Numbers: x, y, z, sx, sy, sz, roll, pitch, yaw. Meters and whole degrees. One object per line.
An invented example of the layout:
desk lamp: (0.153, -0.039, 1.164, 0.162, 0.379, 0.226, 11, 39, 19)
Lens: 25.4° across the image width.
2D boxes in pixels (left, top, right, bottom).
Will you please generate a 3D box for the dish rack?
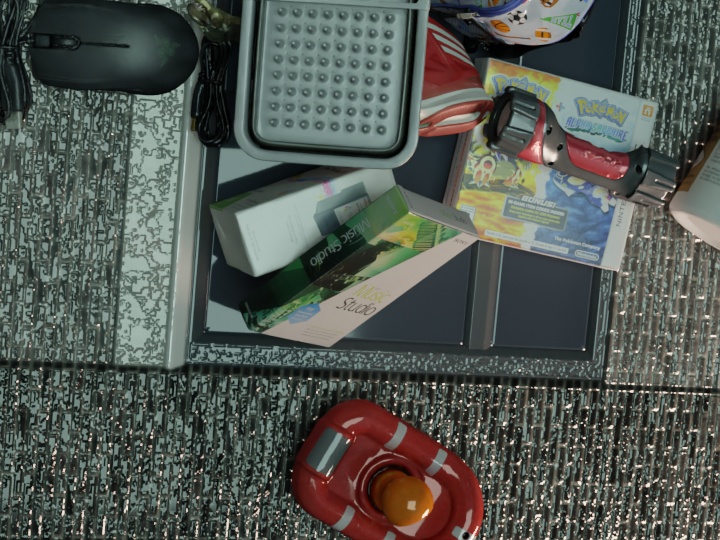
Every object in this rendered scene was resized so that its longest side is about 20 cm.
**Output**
dish rack: (-0.025, -0.195, 1.458, 0.171, 0.044, 0.201, 5, 91, 6)

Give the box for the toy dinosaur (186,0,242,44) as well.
toy dinosaur: (-0.060, -0.230, 1.504, 0.200, 0.047, 0.088, 23, 87, 9)

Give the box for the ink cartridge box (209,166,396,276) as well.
ink cartridge box: (-0.034, -0.062, 1.546, 0.200, 0.117, 0.067, -20, 102, -15)

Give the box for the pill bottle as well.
pill bottle: (0.421, -0.119, 1.678, 0.114, 0.114, 0.200, 34, 86, -18)

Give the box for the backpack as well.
backpack: (0.157, -0.307, 1.525, 0.154, 0.190, 0.200, 21, 91, -37)

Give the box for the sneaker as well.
sneaker: (0.024, -0.186, 1.561, 0.200, 0.078, 0.116, -6, 63, -31)

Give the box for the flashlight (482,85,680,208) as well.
flashlight: (0.224, -0.122, 1.597, 0.200, 0.068, 0.068, 17, 88, -17)

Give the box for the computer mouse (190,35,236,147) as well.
computer mouse: (-0.065, -0.162, 1.563, 0.199, 0.044, 0.110, 9, 93, -18)

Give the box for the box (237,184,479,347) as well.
box: (0.000, 0.000, 1.518, 0.200, 0.144, 0.036, -38, 65, 21)

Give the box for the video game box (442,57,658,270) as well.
video game box: (0.194, -0.108, 1.648, 0.199, 0.047, 0.183, 12, 91, -18)

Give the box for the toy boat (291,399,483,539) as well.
toy boat: (0.036, 0.223, 1.595, 0.200, 0.131, 0.131, 33, 87, -18)

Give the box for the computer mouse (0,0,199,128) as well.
computer mouse: (-0.248, -0.204, 1.492, 0.199, 0.053, 0.139, -3, 96, -12)
